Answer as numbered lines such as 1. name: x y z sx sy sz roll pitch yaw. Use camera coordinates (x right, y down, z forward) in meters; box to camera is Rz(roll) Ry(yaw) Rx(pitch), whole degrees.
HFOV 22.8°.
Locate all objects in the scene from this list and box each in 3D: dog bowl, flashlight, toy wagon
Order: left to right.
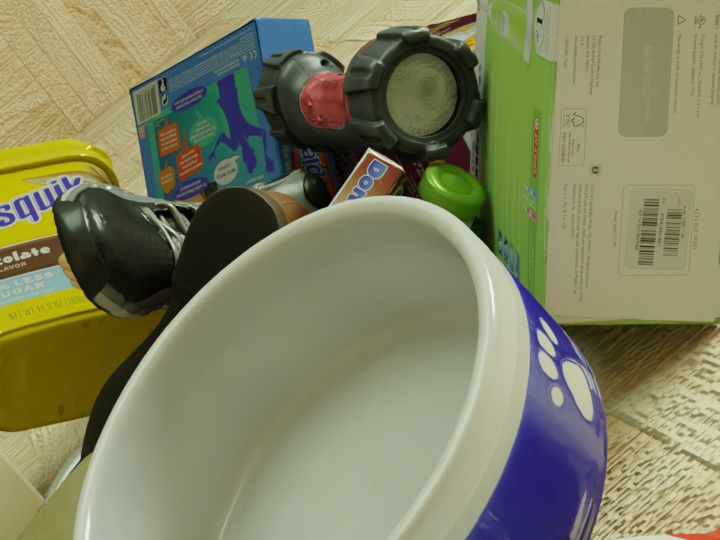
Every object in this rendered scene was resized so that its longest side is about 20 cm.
1. dog bowl: -0.010 0.076 0.666 0.199 0.079 0.201 -29 38 26
2. flashlight: -0.005 -0.094 0.944 0.200 0.068 0.068 18 94 66
3. toy wagon: 0.006 0.045 0.851 0.156 0.039 0.200 -64 0 33

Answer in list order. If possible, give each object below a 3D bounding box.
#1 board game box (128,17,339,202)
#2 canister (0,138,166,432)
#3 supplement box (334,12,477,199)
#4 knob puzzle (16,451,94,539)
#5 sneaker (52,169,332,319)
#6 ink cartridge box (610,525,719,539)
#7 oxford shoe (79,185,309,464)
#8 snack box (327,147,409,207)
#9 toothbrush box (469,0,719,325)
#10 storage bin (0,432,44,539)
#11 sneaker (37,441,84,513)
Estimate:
1. board game box: -0.073 -0.037 1.104 0.045 0.201 0.152 -4 -8 -39
2. canister: -0.202 0.006 1.134 0.148 0.087 0.200 -13 36 -19
3. supplement box: 0.059 -0.089 1.077 0.131 0.104 0.200 -32 12 -20
4. knob puzzle: -0.102 0.161 0.770 0.219 0.030 0.221 -22 45 24
5. sneaker: -0.076 -0.026 0.944 0.115 0.075 0.200 -25 -11 13
6. ink cartridge box: 0.117 0.097 0.534 0.200 0.047 0.160 -45 16 -17
7. oxford shoe: -0.076 0.051 0.901 0.201 0.071 0.071 -60 -20 15
8. snack box: 0.000 0.000 0.931 0.072 0.024 0.200 -55 -12 -9
9. toothbrush box: 0.107 -0.070 0.832 0.085 0.147 0.200 0 14 -7
10. storage bin: -0.289 0.195 1.099 0.200 0.094 0.198 -44 15 -20
11. sneaker: -0.091 0.100 0.958 0.200 0.070 0.099 -49 23 -20
